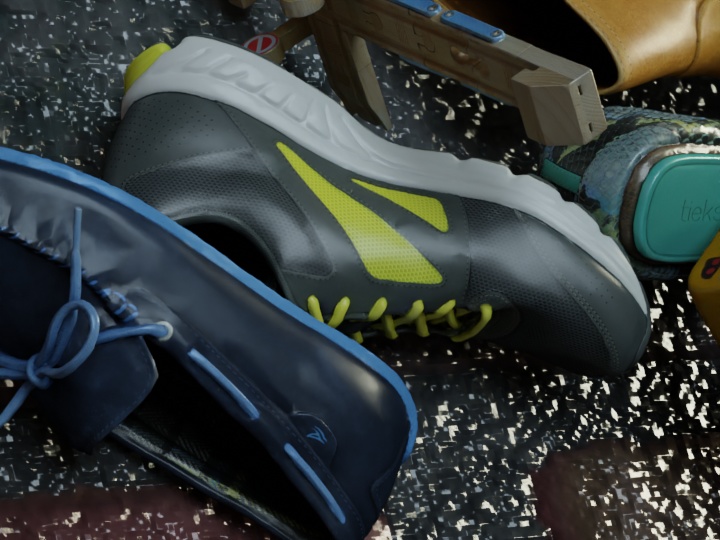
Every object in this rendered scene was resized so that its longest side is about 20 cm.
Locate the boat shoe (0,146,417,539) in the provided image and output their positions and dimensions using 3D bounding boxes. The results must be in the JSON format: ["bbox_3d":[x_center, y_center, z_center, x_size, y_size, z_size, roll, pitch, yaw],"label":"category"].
[{"bbox_3d":[-0.072,0.025,0.888,0.200,0.084,0.069,25,55,-10],"label":"boat shoe"}]

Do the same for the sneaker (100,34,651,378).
[{"bbox_3d":[0.000,0.000,0.956,0.200,0.075,0.085,24,59,-3],"label":"sneaker"}]

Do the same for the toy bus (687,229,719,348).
[{"bbox_3d":[0.195,0.064,0.978,0.200,0.078,0.065,58,47,-23],"label":"toy bus"}]

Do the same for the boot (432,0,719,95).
[{"bbox_3d":[0.124,-0.085,1.029,0.201,0.071,0.144,26,30,15],"label":"boot"}]

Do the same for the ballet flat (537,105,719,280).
[{"bbox_3d":[0.141,-0.028,1.036,0.200,0.074,0.074,11,55,-45],"label":"ballet flat"}]

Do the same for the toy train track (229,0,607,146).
[{"bbox_3d":[0.004,-0.077,0.947,0.033,0.115,0.200,-36,38,-23],"label":"toy train track"}]
